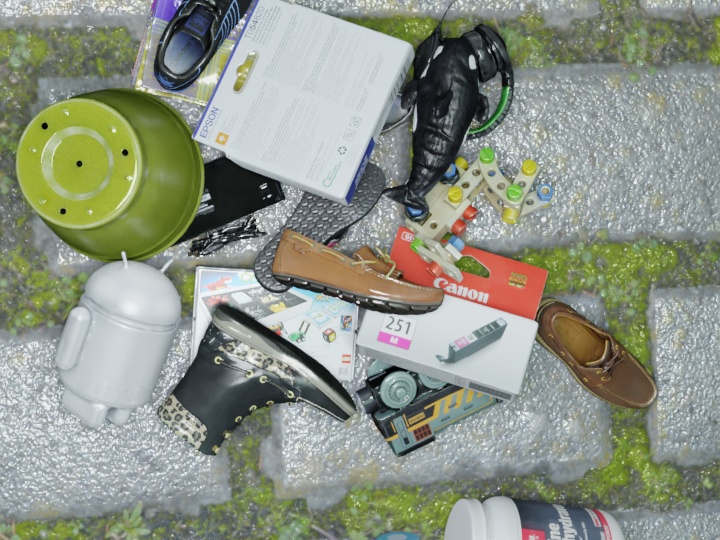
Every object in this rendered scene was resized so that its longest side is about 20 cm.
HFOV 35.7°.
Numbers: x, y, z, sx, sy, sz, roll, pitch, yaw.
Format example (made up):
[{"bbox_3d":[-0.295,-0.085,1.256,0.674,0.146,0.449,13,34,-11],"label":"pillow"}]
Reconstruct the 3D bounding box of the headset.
[{"bbox_3d":[0.121,-0.257,1.332,0.122,0.094,0.203,-10,97,-10],"label":"headset"}]

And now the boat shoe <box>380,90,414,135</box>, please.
[{"bbox_3d":[-0.027,-0.173,1.325,0.197,0.066,0.071,-12,96,-9],"label":"boat shoe"}]

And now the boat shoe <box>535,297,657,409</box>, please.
[{"bbox_3d":[0.296,0.111,1.403,0.199,0.068,0.072,38,87,-11],"label":"boat shoe"}]

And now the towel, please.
[{"bbox_3d":[-0.176,-0.289,1.312,0.142,0.023,0.203,16,91,-10],"label":"towel"}]

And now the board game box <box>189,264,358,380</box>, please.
[{"bbox_3d":[-0.103,0.063,1.344,0.197,0.035,0.128,4,94,-10],"label":"board game box"}]

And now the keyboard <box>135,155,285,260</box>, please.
[{"bbox_3d":[-0.186,-0.067,1.320,0.198,0.040,0.105,-21,85,3],"label":"keyboard"}]

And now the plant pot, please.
[{"bbox_3d":[-0.279,-0.107,1.203,0.197,0.193,0.203,0,92,0],"label":"plant pot"}]

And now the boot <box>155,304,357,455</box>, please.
[{"bbox_3d":[-0.121,0.154,1.301,0.203,0.074,0.154,35,95,-13],"label":"boot"}]

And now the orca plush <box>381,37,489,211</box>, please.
[{"bbox_3d":[0.078,-0.172,1.266,0.105,0.071,0.201,33,94,15],"label":"orca plush"}]

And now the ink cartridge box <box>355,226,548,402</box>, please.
[{"bbox_3d":[0.112,0.043,1.319,0.198,0.044,0.175,17,69,7],"label":"ink cartridge box"}]

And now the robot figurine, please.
[{"bbox_3d":[-0.271,0.075,1.266,0.112,0.169,0.202,27,103,28],"label":"robot figurine"}]

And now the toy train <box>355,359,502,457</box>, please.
[{"bbox_3d":[0.094,0.142,1.367,0.198,0.085,0.115,-25,110,-10],"label":"toy train"}]

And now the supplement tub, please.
[{"bbox_3d":[0.211,0.354,1.369,0.197,0.140,0.142,9,92,-11],"label":"supplement tub"}]

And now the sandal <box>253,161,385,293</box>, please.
[{"bbox_3d":[-0.051,-0.055,1.336,0.075,0.045,0.200,42,83,10],"label":"sandal"}]

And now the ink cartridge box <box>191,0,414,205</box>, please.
[{"bbox_3d":[-0.065,-0.198,1.282,0.198,0.041,0.202,22,81,15],"label":"ink cartridge box"}]

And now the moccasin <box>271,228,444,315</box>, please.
[{"bbox_3d":[0.000,0.000,1.276,0.199,0.074,0.079,15,79,10],"label":"moccasin"}]

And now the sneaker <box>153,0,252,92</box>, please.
[{"bbox_3d":[-0.169,-0.291,1.263,0.070,0.078,0.202,28,89,-11],"label":"sneaker"}]

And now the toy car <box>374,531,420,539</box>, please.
[{"bbox_3d":[0.019,0.431,1.309,0.174,0.200,0.187,-5,95,-10],"label":"toy car"}]

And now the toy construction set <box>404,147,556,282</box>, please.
[{"bbox_3d":[0.128,-0.066,1.332,0.131,0.093,0.200,38,63,17],"label":"toy construction set"}]
